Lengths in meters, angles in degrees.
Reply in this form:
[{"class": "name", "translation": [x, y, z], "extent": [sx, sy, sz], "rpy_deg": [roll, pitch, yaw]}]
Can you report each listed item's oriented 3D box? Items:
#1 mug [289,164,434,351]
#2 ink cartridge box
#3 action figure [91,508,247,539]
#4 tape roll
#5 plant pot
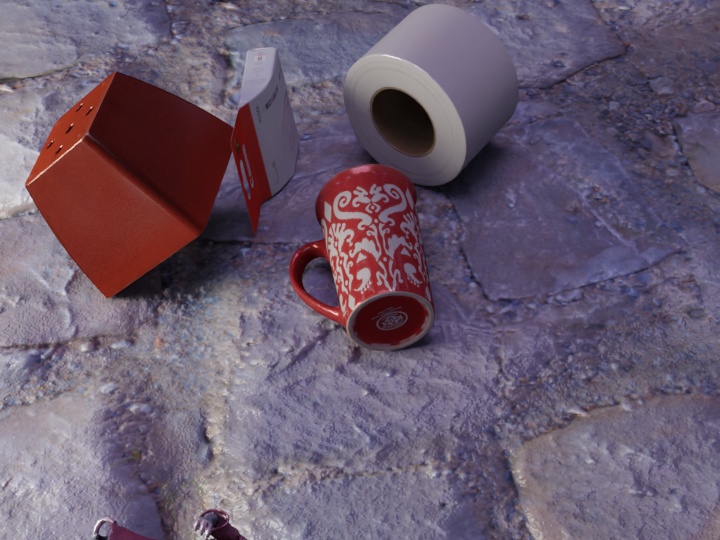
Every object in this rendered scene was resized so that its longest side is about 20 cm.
[{"class": "mug", "translation": [0.011, 0.001, 1.633], "extent": [0.132, 0.178, 0.202], "rpy_deg": [18, 40, -29]}, {"class": "ink cartridge box", "translation": [-0.125, -0.173, 1.774], "extent": [0.056, 0.164, 0.202], "rpy_deg": [-7, 43, 5]}, {"class": "action figure", "translation": [-0.168, 0.310, 1.351], "extent": [0.197, 0.136, 0.149], "rpy_deg": [-5, -1, -17]}, {"class": "tape roll", "translation": [0.094, -0.235, 1.786], "extent": [0.201, 0.204, 0.139], "rpy_deg": [23, 50, 27]}, {"class": "plant pot", "translation": [-0.298, -0.124, 1.668], "extent": [0.199, 0.176, 0.201], "rpy_deg": [-30, 32, 34]}]
